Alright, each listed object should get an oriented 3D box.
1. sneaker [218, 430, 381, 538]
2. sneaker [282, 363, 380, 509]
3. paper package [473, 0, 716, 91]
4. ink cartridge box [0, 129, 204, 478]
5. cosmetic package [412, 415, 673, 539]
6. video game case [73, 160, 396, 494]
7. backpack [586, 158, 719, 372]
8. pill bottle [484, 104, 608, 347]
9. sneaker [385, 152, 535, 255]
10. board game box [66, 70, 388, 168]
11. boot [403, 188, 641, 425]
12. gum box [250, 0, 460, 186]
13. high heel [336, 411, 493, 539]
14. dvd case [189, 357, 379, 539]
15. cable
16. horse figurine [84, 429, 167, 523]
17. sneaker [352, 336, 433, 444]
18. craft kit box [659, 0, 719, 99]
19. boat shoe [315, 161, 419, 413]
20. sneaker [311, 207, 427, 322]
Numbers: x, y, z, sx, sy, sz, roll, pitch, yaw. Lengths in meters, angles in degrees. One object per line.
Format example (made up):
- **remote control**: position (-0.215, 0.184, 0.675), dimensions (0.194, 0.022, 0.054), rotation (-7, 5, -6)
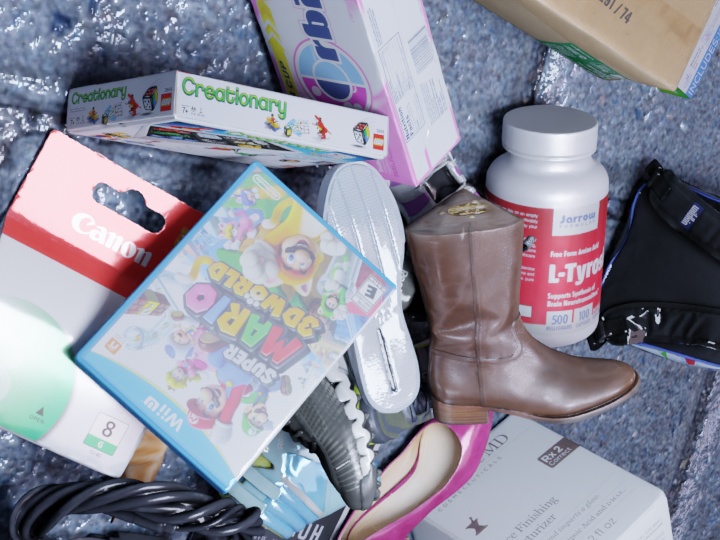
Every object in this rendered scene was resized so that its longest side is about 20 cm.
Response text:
- **sneaker**: position (-0.082, 0.129, 1.210), dimensions (0.130, 0.079, 0.201), rotation (-34, 101, -10)
- **sneaker**: position (-0.052, 0.093, 1.129), dimensions (0.090, 0.066, 0.201), rotation (-21, 80, -10)
- **paper package**: position (0.206, -0.277, 1.269), dimensions (0.199, 0.103, 0.192), rotation (25, 91, -30)
- **ink cartridge box**: position (-0.195, 0.027, 1.068), dimensions (0.160, 0.050, 0.201), rotation (30, 89, -29)
- **cosmetic package**: position (0.177, 0.276, 1.446), dimensions (0.164, 0.199, 0.166), rotation (-36, 130, -26)
- **video game case**: position (-0.087, 0.038, 1.078), dimensions (0.143, 0.018, 0.200), rotation (42, 69, -2)
- **backpack**: position (0.351, 0.017, 1.505), dimensions (0.154, 0.190, 0.201), rotation (9, 102, -61)
- **pill bottle**: position (0.167, -0.042, 1.360), dimensions (0.112, 0.112, 0.201), rotation (-19, 120, -36)
- **sneaker**: position (0.088, -0.051, 1.260), dimensions (0.078, 0.139, 0.201), rotation (-45, 133, -19)
- **board game box**: position (-0.092, -0.105, 1.077), dimensions (0.199, 0.126, 0.035), rotation (7, 85, -45)
- **boot**: position (0.134, 0.027, 1.221), dimensions (0.185, 0.064, 0.201), rotation (-8, 116, -2)
- **gum box**: position (-0.005, -0.161, 1.138), dimensions (0.066, 0.113, 0.201), rotation (-46, 134, -32)
- **high heel**: position (0.049, 0.184, 1.374), dimensions (0.200, 0.067, 0.096), rotation (-51, 155, 3)
- **dvd case**: position (-0.051, 0.166, 1.310), dimensions (0.150, 0.025, 0.201), rotation (27, 88, -46)
- **cable**: position (-0.170, 0.202, 1.132), dimensions (0.199, 0.163, 0.051), rotation (22, 53, -39)
- **horse figurine**: position (-0.159, 0.090, 1.157), dimensions (0.200, 0.050, 0.133), rotation (-50, 127, -11)
- **sneaker**: position (0.067, 0.097, 1.322), dimensions (0.200, 0.081, 0.074), rotation (-29, 110, -46)
- **craft kit box**: position (0.298, -0.294, 1.424), dimensions (0.197, 0.048, 0.201), rotation (29, 87, -49)
- **boat shoe**: position (-0.003, 0.013, 1.169), dimensions (0.072, 0.062, 0.202), rotation (-13, 101, -23)
- **sneaker**: position (0.000, 0.000, 1.237), dimensions (0.199, 0.090, 0.067), rotation (22, 92, -46)
